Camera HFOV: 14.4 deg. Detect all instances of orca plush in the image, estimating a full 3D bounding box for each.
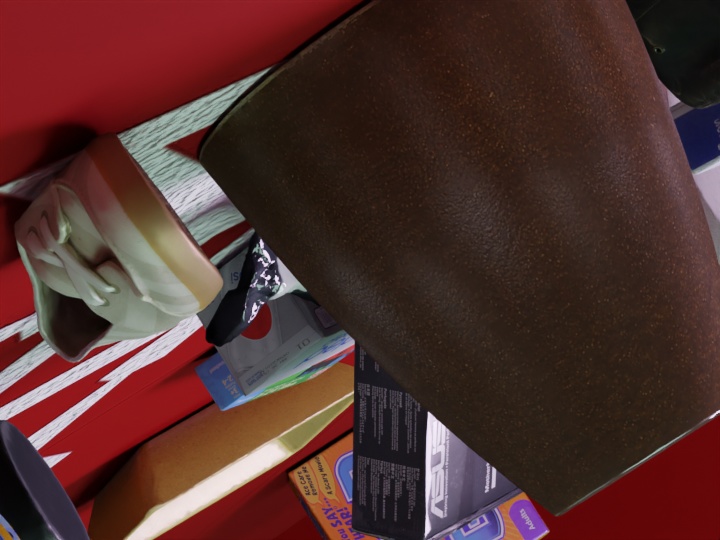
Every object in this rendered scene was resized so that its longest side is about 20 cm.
[{"bbox_3d":[-0.022,-0.004,1.361,0.071,0.106,0.200,2,-160,32],"label":"orca plush"}]

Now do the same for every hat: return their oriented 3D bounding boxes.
[{"bbox_3d":[0.167,-0.124,1.312,0.200,0.081,0.201,-31,173,-4],"label":"hat"}]

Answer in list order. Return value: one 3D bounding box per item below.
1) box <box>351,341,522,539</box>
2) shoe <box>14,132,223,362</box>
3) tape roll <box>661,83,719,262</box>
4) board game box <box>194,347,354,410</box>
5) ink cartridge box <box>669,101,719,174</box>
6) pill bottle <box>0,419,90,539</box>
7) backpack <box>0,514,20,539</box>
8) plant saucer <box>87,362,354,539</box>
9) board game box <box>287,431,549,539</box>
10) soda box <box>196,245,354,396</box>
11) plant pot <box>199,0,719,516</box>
[{"bbox_3d":[0.055,0.014,1.371,0.049,0.202,0.161,11,-163,32],"label":"box"},{"bbox_3d":[-0.093,0.000,1.045,0.053,0.070,0.200,-39,177,-10],"label":"shoe"},{"bbox_3d":[0.239,-0.060,1.612,0.202,0.204,0.037,-26,171,-46],"label":"tape roll"},{"bbox_3d":[0.010,0.011,1.754,0.200,0.037,0.151,-36,172,21],"label":"board game box"},{"bbox_3d":[0.269,-0.118,1.428,0.196,0.044,0.200,-30,175,27],"label":"ink cartridge box"},{"bbox_3d":[-0.234,0.161,1.380,0.199,0.112,0.112,-33,173,3],"label":"pill bottle"},{"bbox_3d":[-0.213,0.143,1.125,0.200,0.183,0.135,-48,176,23],"label":"backpack"},{"bbox_3d":[-0.106,0.131,2.035,0.199,0.049,0.200,-30,173,-26],"label":"plant saucer"},{"bbox_3d":[0.059,0.252,3.016,0.199,0.200,0.200,-33,173,-5],"label":"board game box"},{"bbox_3d":[0.000,0.000,1.508,0.068,0.064,0.200,-37,172,36],"label":"soda box"},{"bbox_3d":[0.065,-0.011,1.147,0.186,0.201,0.187,-32,173,-4],"label":"plant pot"}]
